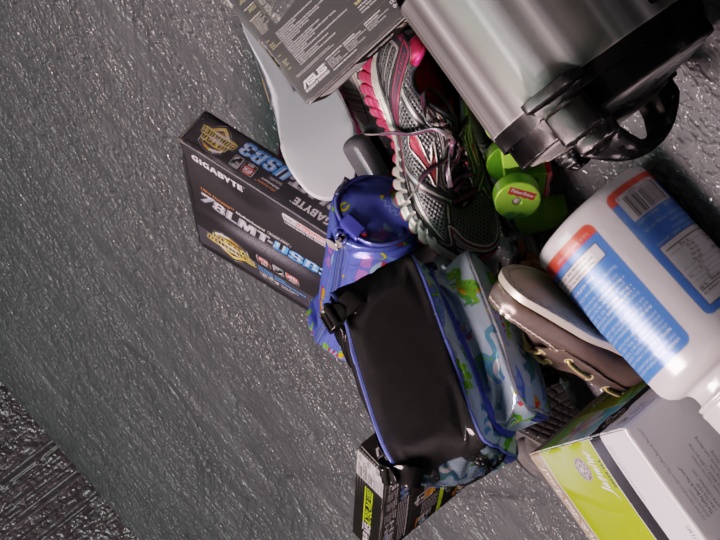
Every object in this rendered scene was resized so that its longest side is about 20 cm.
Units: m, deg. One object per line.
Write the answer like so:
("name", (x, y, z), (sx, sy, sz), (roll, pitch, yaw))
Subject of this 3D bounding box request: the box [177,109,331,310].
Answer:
("box", (-0.078, -0.041, 1.949), (0.199, 0.050, 0.199), (32, 159, 17))

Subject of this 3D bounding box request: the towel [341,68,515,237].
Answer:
("towel", (0.048, -0.130, 1.786), (0.192, 0.034, 0.201), (30, 148, 52))

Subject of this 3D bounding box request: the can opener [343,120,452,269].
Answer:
("can opener", (0.061, -0.043, 1.790), (0.201, 0.053, 0.067), (59, 152, -7))

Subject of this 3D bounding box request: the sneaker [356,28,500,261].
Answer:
("sneaker", (0.063, -0.100, 1.654), (0.074, 0.080, 0.201), (-12, 105, 54))

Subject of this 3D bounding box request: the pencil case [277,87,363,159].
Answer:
("pencil case", (-0.041, -0.093, 1.964), (0.094, 0.091, 0.200), (45, 159, 16))

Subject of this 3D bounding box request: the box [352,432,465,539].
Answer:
("box", (0.078, 0.174, 1.984), (0.047, 0.193, 0.200), (42, 157, 21))

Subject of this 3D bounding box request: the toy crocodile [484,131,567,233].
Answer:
("toy crocodile", (0.130, -0.110, 1.633), (0.068, 0.061, 0.201), (-98, -3, -52))

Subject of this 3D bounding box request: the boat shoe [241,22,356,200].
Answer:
("boat shoe", (-0.049, -0.163, 1.852), (0.091, 0.070, 0.202), (-30, -80, -84))

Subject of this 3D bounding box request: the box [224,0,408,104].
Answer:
("box", (-0.014, -0.252, 1.550), (0.161, 0.200, 0.044), (51, -158, 4))

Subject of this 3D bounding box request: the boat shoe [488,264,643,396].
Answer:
("boat shoe", (0.166, 0.052, 1.603), (0.199, 0.060, 0.072), (22, -151, -43))

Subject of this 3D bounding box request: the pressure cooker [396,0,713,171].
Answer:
("pressure cooker", (0.141, -0.164, 1.372), (0.201, 0.175, 0.179), (55, 162, 3))

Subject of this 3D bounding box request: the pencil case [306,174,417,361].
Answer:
("pencil case", (0.000, 0.000, 1.781), (0.078, 0.087, 0.201), (50, 151, 23))

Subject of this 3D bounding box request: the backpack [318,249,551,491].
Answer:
("backpack", (0.073, 0.087, 1.664), (0.200, 0.146, 0.184), (47, -159, -73))

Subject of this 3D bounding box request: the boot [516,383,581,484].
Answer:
("boot", (0.165, 0.152, 1.902), (0.200, 0.070, 0.132), (40, 158, 1))

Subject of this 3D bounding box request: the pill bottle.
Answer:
("pill bottle", (0.240, 0.028, 1.545), (0.200, 0.112, 0.112), (49, 158, 11))

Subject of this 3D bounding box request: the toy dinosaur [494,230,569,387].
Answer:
("toy dinosaur", (0.160, 0.029, 1.737), (0.200, 0.101, 0.137), (-7, -99, -84))

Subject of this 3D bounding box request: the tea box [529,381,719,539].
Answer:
("tea box", (0.277, 0.184, 1.678), (0.201, 0.133, 0.197), (54, 157, -3))
